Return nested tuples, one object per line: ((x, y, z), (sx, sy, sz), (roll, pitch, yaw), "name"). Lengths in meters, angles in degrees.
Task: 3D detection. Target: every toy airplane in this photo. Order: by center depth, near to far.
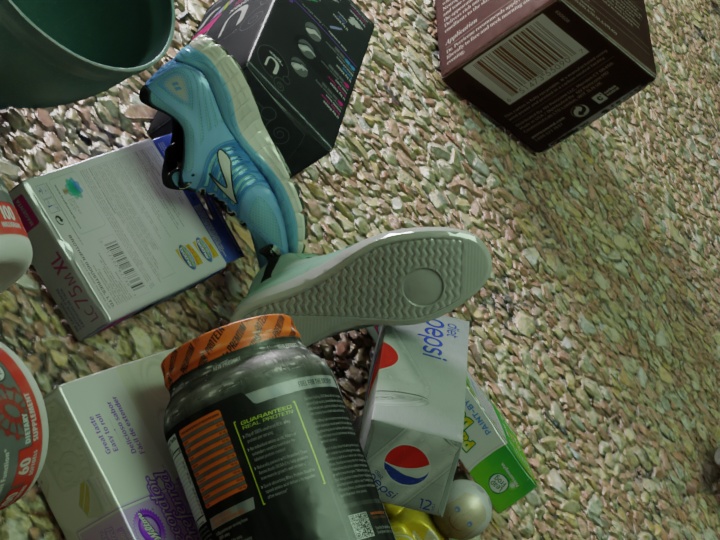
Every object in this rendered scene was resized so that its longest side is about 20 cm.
((0.047, 0.197, 1.525), (0.200, 0.141, 0.200), (26, 42, -40), "toy airplane")

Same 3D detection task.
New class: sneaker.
((0.000, 0.000, 1.510), (0.118, 0.200, 0.074), (-84, 156, -70), "sneaker")
((-0.110, -0.080, 1.551), (0.200, 0.090, 0.078), (64, -11, -24), "sneaker")

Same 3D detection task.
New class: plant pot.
((-0.252, -0.197, 1.456), (0.200, 0.134, 0.201), (35, 38, -32), "plant pot")

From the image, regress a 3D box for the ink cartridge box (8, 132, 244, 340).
((-0.175, -0.030, 1.509), (0.120, 0.042, 0.200), (59, 33, 2), "ink cartridge box")

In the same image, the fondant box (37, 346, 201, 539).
((-0.135, 0.135, 1.404), (0.200, 0.058, 0.145), (-17, 78, -57), "fondant box")

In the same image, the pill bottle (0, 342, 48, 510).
((-0.283, 0.109, 1.162), (0.200, 0.116, 0.116), (-21, 81, -58), "pill bottle")

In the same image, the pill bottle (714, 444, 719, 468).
((0.457, 0.248, 2.087), (0.200, 0.111, 0.111), (52, 32, -11), "pill bottle")

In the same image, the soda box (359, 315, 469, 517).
((0.038, 0.096, 1.458), (0.068, 0.064, 0.200), (14, 24, -1), "soda box")

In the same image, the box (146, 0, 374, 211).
((-0.080, -0.161, 1.679), (0.106, 0.122, 0.200), (45, 33, -21), "box")

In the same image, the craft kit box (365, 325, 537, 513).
((0.066, 0.089, 1.661), (0.198, 0.048, 0.200), (52, 4, -6), "craft kit box")

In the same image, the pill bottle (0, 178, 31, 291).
((-0.299, -0.073, 1.284), (0.116, 0.116, 0.200), (-9, 71, -57), "pill bottle")

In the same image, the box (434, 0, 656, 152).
((0.190, -0.269, 2.112), (0.164, 0.166, 0.200), (32, 40, -34), "box")

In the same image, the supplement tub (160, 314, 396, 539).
((-0.056, 0.139, 1.340), (0.122, 0.122, 0.200), (0, 66, -55), "supplement tub")
